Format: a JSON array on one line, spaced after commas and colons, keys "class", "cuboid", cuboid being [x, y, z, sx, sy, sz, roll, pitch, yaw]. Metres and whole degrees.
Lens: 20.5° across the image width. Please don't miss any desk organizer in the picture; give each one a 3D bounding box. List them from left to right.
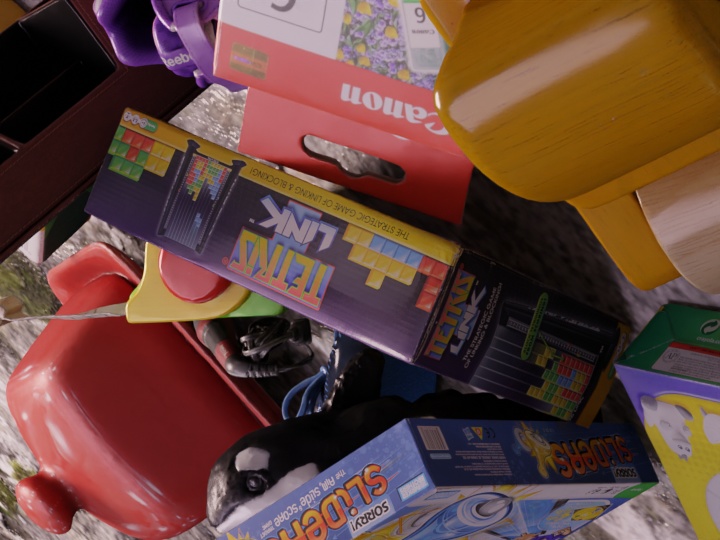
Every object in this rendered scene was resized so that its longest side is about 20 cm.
[{"class": "desk organizer", "cuboid": [-0.150, -0.076, 0.938, 0.077, 0.200, 0.072, 53, 153, -14]}]

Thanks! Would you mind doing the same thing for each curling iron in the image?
[{"class": "curling iron", "cuboid": [-0.071, 0.033, 1.113, 0.200, 0.049, 0.026, -160, 60, -72]}]

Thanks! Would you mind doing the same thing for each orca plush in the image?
[{"class": "orca plush", "cuboid": [0.018, 0.071, 0.977, 0.105, 0.199, 0.071, 10, -113, -81]}]

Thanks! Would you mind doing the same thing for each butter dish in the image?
[{"class": "butter dish", "cuboid": [-0.152, 0.101, 1.238, 0.200, 0.148, 0.199, 48, 161, -8]}]

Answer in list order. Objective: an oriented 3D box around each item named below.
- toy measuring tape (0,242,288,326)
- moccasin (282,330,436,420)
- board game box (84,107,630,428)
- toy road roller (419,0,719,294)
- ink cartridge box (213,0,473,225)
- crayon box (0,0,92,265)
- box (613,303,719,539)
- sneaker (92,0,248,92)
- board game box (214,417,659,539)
[{"class": "toy measuring tape", "cuboid": [-0.116, -0.008, 1.089, 0.199, 0.074, 0.074, -3, 134, 19]}, {"class": "moccasin", "cuboid": [-0.005, 0.082, 1.095, 0.068, 0.080, 0.200, 37, 152, 24]}, {"class": "board game box", "cuboid": [0.000, 0.000, 0.907, 0.199, 0.057, 0.165, 24, -178, 36]}, {"class": "toy road roller", "cuboid": [0.096, -0.062, 0.631, 0.123, 0.146, 0.200, -26, 115, 30]}, {"class": "ink cartridge box", "cuboid": [0.003, -0.098, 0.764, 0.108, 0.050, 0.201, 19, 130, 8]}, {"class": "crayon box", "cuboid": [-0.211, -0.099, 1.156, 0.127, 0.051, 0.200, 41, 154, 9]}, {"class": "box", "cuboid": [0.199, 0.110, 0.881, 0.117, 0.048, 0.200, 10, 139, 49]}, {"class": "sneaker", "cuboid": [-0.041, -0.114, 0.853, 0.200, 0.088, 0.081, 12, 137, 44]}, {"class": "board game box", "cuboid": [0.034, 0.115, 0.921, 0.135, 0.200, 0.035, -35, 67, 29]}]
